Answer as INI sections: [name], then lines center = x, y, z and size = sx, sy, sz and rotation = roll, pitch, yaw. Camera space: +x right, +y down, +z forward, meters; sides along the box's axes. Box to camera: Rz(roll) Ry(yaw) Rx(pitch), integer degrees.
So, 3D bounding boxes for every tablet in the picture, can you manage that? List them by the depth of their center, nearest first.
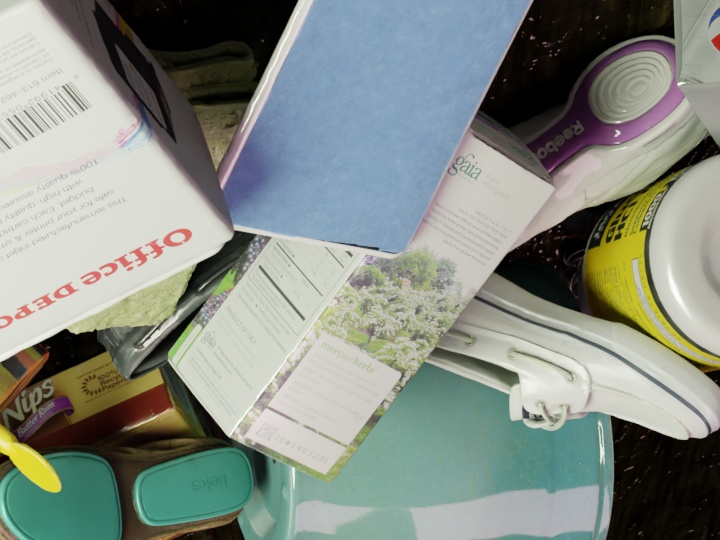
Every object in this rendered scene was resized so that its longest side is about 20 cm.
[tablet]
center = 0.013, -0.099, 1.217
size = 0.130, 0.014, 0.201
rotation = 10, 115, -41

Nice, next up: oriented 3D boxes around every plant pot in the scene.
[plant pot]
center = 0.025, 0.102, 1.557
size = 0.187, 0.201, 0.200
rotation = -6, 152, -20

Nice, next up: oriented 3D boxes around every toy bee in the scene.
[toy bee]
center = -0.209, 0.081, 1.345
size = 0.130, 0.201, 0.109
rotation = 27, 136, -16

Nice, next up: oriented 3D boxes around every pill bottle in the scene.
[pill bottle]
center = 0.189, 0.000, 1.472
size = 0.112, 0.113, 0.200
rotation = -16, 178, -13

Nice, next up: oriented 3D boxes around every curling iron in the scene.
[curling iron]
center = 0.124, -0.025, 1.569
size = 0.049, 0.026, 0.200
rotation = -29, 155, 9

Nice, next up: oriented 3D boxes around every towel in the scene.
[towel]
center = -0.133, -0.036, 1.288
size = 0.147, 0.037, 0.200
rotation = -5, 142, -25

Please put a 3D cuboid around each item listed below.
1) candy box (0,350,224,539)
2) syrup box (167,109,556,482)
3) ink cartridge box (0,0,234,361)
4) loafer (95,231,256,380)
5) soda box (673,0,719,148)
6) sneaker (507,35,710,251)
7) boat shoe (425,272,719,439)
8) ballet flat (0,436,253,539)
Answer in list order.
[candy box]
center = -0.145, 0.115, 1.597
size = 0.116, 0.057, 0.200
rotation = -24, 158, 3
[syrup box]
center = 0.000, 0.000, 1.343
size = 0.079, 0.081, 0.200
rotation = 28, 102, -41
[ink cartridge box]
center = -0.164, -0.060, 1.130
size = 0.145, 0.083, 0.200
rotation = -26, 145, 8
[loafer]
center = -0.049, -0.002, 1.411
size = 0.200, 0.071, 0.068
rotation = -24, 157, 3
[soda box]
center = 0.216, -0.103, 1.391
size = 0.068, 0.064, 0.200
rotation = -3, 167, 16
[sneaker]
center = 0.109, -0.049, 1.443
size = 0.199, 0.075, 0.100
rotation = -28, 155, 14
[boat shoe]
center = 0.103, 0.057, 1.458
size = 0.067, 0.199, 0.074
rotation = -59, 160, -17
[ballet flat]
center = -0.149, 0.128, 1.480
size = 0.072, 0.068, 0.199
rotation = -9, 179, 42
